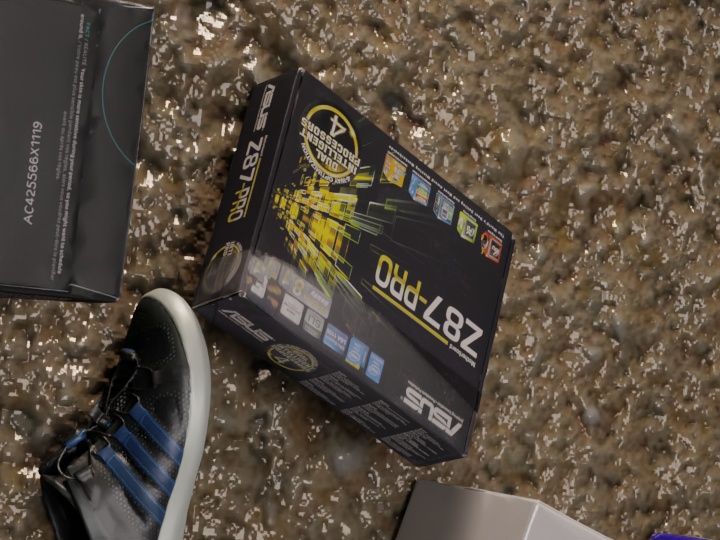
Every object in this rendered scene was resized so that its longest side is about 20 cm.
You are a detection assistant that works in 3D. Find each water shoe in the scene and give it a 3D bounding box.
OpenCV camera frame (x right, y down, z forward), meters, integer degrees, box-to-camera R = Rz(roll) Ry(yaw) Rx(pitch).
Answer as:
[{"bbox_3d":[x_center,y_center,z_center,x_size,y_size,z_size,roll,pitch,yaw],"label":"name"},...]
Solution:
[{"bbox_3d":[-0.136,0.107,1.353,0.079,0.071,0.201,9,85,-32],"label":"water shoe"}]

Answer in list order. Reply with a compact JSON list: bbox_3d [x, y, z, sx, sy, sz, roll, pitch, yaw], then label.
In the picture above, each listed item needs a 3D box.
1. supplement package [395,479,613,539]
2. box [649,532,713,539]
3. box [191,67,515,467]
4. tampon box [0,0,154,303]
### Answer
[{"bbox_3d":[0.077,0.246,1.489,0.120,0.121,0.201,29,76,-34],"label":"supplement package"},{"bbox_3d":[0.246,0.287,1.581,0.105,0.184,0.201,33,72,-32],"label":"box"},{"bbox_3d":[0.000,0.000,1.440,0.200,0.049,0.162,37,54,-33],"label":"box"},{"bbox_3d":[-0.214,-0.064,1.204,0.126,0.200,0.151,8,86,-37],"label":"tampon box"}]
